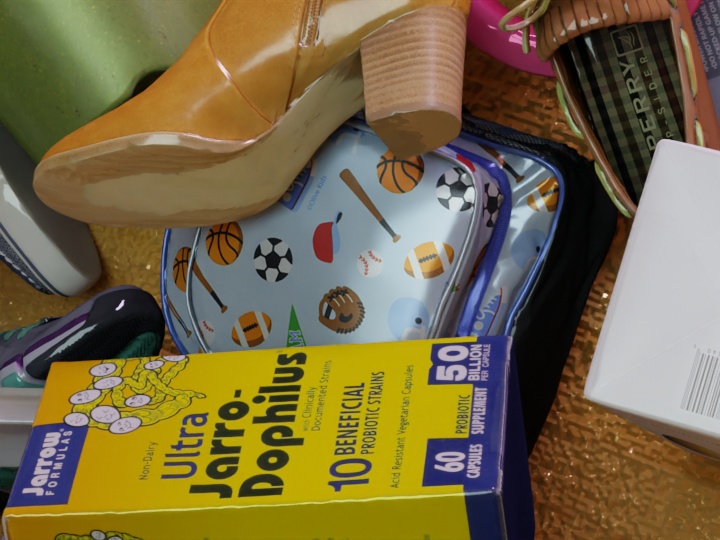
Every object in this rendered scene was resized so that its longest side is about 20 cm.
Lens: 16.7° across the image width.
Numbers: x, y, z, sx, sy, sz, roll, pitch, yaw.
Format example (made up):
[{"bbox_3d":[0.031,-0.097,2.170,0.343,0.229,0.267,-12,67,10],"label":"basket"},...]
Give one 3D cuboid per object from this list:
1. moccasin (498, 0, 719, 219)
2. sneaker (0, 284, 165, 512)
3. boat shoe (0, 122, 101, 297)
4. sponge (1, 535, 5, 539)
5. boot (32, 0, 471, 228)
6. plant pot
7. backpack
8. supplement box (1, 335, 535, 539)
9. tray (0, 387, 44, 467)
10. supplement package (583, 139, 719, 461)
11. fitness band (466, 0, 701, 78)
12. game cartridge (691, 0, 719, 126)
[{"bbox_3d":[0.102,-0.111,1.055,0.073,0.078,0.202,-12,103,16],"label":"moccasin"},{"bbox_3d":[-0.178,0.050,1.204,0.200,0.074,0.088,-41,59,29],"label":"sneaker"},{"bbox_3d":[-0.223,-0.048,1.249,0.093,0.075,0.200,-40,83,14],"label":"boat shoe"},{"bbox_3d":[-0.073,0.141,1.126,0.199,0.112,0.030,-1,105,5],"label":"sponge"},{"bbox_3d":[-0.047,-0.103,1.069,0.201,0.071,0.144,-12,58,14],"label":"boot"},{"bbox_3d":[-0.149,-0.153,1.207,0.200,0.200,0.190,-33,84,11],"label":"plant pot"},{"bbox_3d":[0.000,0.000,1.136,0.190,0.154,0.200,23,91,32],"label":"backpack"},{"bbox_3d":[-0.032,0.105,1.013,0.200,0.109,0.110,-4,123,8],"label":"supplement box"},{"bbox_3d":[-0.135,0.071,1.116,0.199,0.107,0.022,2,74,-4],"label":"tray"},{"bbox_3d":[0.183,0.030,1.031,0.114,0.200,0.110,16,85,22],"label":"supplement package"},{"bbox_3d":[0.074,-0.180,1.100,0.144,0.037,0.200,-39,94,17],"label":"fitness band"},{"bbox_3d":[0.140,-0.154,1.131,0.133,0.042,0.200,-18,100,19],"label":"game cartridge"}]
